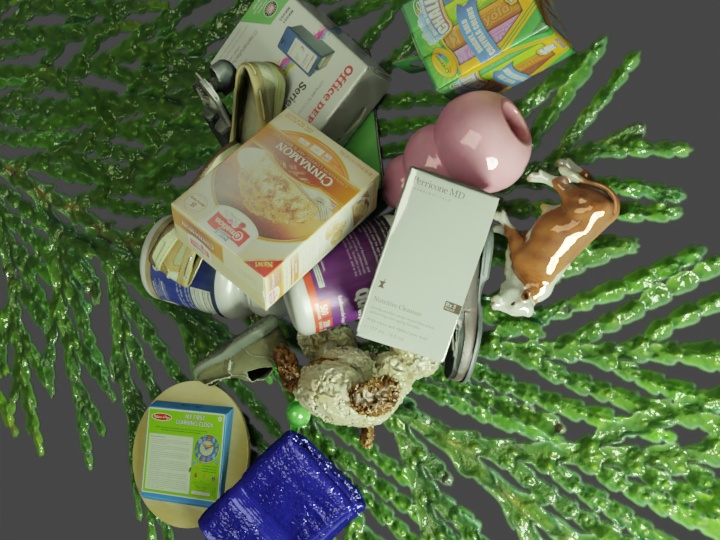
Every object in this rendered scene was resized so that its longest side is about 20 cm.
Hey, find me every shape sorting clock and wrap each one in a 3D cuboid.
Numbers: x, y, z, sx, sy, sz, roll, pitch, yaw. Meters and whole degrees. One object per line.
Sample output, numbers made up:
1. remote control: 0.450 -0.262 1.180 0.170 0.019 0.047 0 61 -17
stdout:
1. shape sorting clock: -0.235 0.254 1.588 0.198 0.039 0.202 -4 82 29

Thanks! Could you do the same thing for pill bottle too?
1. pill bottle: -0.185 0.000 1.536 0.198 0.119 0.121 13 92 26
2. pill bottle: 0.000 0.000 1.416 0.198 0.113 0.113 -18 77 -9

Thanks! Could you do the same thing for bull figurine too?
1. bull figurine: 0.219 -0.039 1.370 0.200 0.065 0.122 -45 68 17

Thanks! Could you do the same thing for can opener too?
1. can opener: -0.169 -0.207 1.510 0.067 0.200 0.053 -39 69 -6

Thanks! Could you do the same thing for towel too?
1. towel: -0.106 0.321 1.492 0.148 0.050 0.200 43 107 -1

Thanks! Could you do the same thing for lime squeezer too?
1. lime squeezer: -0.087 0.184 1.504 0.037 0.071 0.202 5 126 7

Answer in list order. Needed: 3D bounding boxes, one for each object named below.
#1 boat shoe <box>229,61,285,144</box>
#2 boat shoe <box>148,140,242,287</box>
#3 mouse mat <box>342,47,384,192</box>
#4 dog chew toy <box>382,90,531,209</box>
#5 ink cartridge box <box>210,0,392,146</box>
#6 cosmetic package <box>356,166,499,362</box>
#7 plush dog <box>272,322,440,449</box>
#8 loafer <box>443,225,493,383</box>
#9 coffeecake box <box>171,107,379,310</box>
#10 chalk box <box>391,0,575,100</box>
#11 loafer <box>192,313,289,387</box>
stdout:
1. boat shoe: -0.141 -0.165 1.463 0.073 0.063 0.203 19 108 31
2. boat shoe: -0.187 -0.067 1.449 0.076 0.072 0.201 39 113 10
3. mouse mat: -0.048 -0.189 1.544 0.159 0.008 0.202 -9 84 26
4. dog chew toy: 0.110 -0.133 1.405 0.199 0.124 0.126 -30 74 30
5. ink cartridge box: -0.078 -0.263 1.512 0.200 0.087 0.146 46 106 19
6. cosmetic package: 0.077 -0.010 1.320 0.112 0.081 0.202 17 99 1
7. plush dog: -0.018 0.144 1.414 0.198 0.171 0.162 9 91 25
8. loafer: 0.115 0.037 1.397 0.062 0.072 0.202 5 101 -15
9. coffeecake box: -0.099 -0.076 1.356 0.153 0.073 0.200 37 63 19
10. chalk box: 0.137 -0.283 1.395 0.199 0.125 0.125 -28 75 23
11. loafer: -0.157 0.123 1.513 0.070 0.075 0.200 54 143 -3
